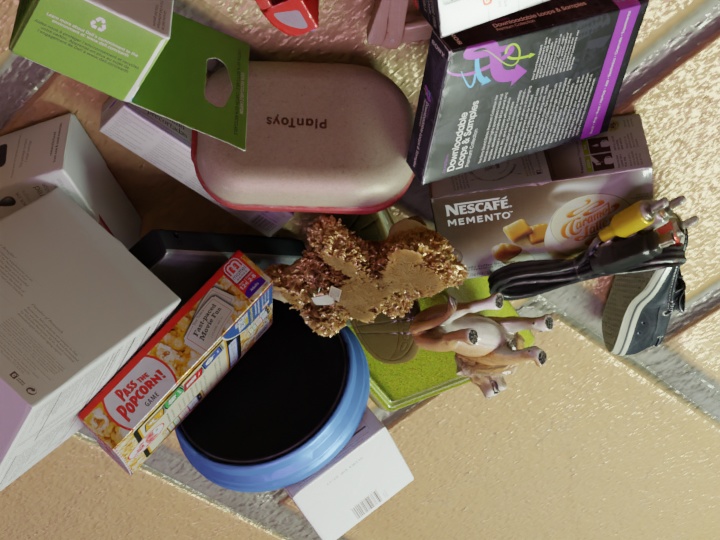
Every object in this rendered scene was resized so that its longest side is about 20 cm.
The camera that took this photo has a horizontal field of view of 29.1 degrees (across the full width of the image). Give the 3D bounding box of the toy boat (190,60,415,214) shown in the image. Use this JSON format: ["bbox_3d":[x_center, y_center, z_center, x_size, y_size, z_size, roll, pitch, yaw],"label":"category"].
[{"bbox_3d":[-0.048,-0.106,1.229,0.198,0.132,0.131,2,166,-3],"label":"toy boat"}]

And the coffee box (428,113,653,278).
[{"bbox_3d":[0.166,-0.066,1.283,0.198,0.080,0.115,-7,135,5],"label":"coffee box"}]

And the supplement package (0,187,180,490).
[{"bbox_3d":[-0.287,0.062,1.163,0.152,0.200,0.151,41,127,7],"label":"supplement package"}]

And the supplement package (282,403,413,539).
[{"bbox_3d":[-0.056,0.150,1.385,0.113,0.200,0.110,-35,141,-7],"label":"supplement package"}]

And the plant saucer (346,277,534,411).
[{"bbox_3d":[0.056,0.069,1.440,0.199,0.048,0.200,-23,132,20],"label":"plant saucer"}]

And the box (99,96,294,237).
[{"bbox_3d":[-0.146,-0.100,1.271,0.199,0.039,0.041,32,125,-29],"label":"box"}]

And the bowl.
[{"bbox_3d":[-0.090,0.112,1.329,0.199,0.202,0.039,-13,142,12],"label":"bowl"}]

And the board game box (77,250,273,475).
[{"bbox_3d":[-0.160,0.087,1.251,0.046,0.200,0.152,41,165,8],"label":"board game box"}]

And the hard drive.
[{"bbox_3d":[-0.159,0.012,1.321,0.139,0.033,0.199,-38,157,31],"label":"hard drive"}]

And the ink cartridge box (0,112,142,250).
[{"bbox_3d":[-0.325,-0.043,1.291,0.199,0.084,0.146,-17,134,13],"label":"ink cartridge box"}]

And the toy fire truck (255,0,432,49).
[{"bbox_3d":[0.022,-0.229,1.137,0.199,0.049,0.141,-20,133,18],"label":"toy fire truck"}]

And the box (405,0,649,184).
[{"bbox_3d":[0.138,-0.157,1.162,0.199,0.036,0.144,-18,142,-25],"label":"box"}]

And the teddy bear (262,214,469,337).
[{"bbox_3d":[0.000,0.000,1.247,0.144,0.067,0.200,31,141,-19],"label":"teddy bear"}]

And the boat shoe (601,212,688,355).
[{"bbox_3d":[0.292,0.013,1.375,0.062,0.075,0.201,-1,141,-8],"label":"boat shoe"}]

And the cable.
[{"bbox_3d":[0.214,-0.016,1.266,0.199,0.051,0.097,-18,154,34],"label":"cable"}]

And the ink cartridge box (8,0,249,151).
[{"bbox_3d":[-0.162,-0.201,1.092,0.199,0.148,0.076,22,130,-23],"label":"ink cartridge box"}]

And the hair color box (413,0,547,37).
[{"bbox_3d":[0.135,-0.261,1.054,0.199,0.061,0.102,-20,133,-10],"label":"hair color box"}]

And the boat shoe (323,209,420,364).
[{"bbox_3d":[0.018,-0.003,1.332,0.073,0.067,0.201,-6,123,14],"label":"boat shoe"}]

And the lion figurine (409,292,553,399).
[{"bbox_3d":[0.101,0.062,1.320,0.122,0.073,0.200,-7,155,40],"label":"lion figurine"}]
